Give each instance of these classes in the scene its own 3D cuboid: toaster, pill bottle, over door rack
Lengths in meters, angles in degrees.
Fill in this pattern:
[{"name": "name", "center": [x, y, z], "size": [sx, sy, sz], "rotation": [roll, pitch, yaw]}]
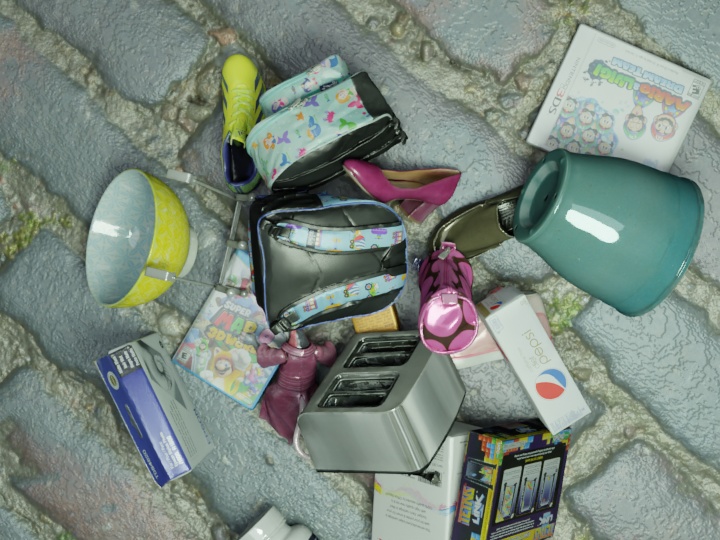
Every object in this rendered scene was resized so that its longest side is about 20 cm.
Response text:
[{"name": "toaster", "center": [0.035, 0.180, 1.496], "size": [0.200, 0.181, 0.119], "rotation": [-5, 123, 32]}, {"name": "pill bottle", "center": [-0.087, 0.439, 1.617], "size": [0.111, 0.111, 0.200], "rotation": [-43, 89, 7]}, {"name": "over door rack", "center": [-0.199, -0.043, 1.535], "size": [0.067, 0.200, 0.148], "rotation": [11, 87, 28]}]

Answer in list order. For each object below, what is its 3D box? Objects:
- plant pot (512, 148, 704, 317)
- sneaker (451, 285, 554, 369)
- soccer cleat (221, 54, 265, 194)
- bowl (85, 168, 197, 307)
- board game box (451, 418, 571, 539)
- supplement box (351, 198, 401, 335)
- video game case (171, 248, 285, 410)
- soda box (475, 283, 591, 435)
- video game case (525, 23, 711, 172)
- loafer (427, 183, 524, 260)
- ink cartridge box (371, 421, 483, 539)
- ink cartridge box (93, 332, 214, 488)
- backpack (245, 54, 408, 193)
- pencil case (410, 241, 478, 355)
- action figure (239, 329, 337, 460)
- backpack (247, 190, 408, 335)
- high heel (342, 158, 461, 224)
[{"name": "plant pot", "center": [0.311, -0.066, 1.472], "size": [0.188, 0.200, 0.200], "rotation": [23, 96, -14]}, {"name": "sneaker", "center": [0.169, 0.077, 1.582], "size": [0.200, 0.075, 0.105], "rotation": [-10, 99, -1]}, {"name": "soccer cleat", "center": [-0.168, -0.209, 1.593], "size": [0.065, 0.084, 0.200], "rotation": [-1, 94, 6]}, {"name": "bowl", "center": [-0.298, -0.036, 1.596], "size": [0.108, 0.200, 0.200], "rotation": [14, 97, -38]}, {"name": "board game box", "center": [0.209, 0.296, 1.535], "size": [0.057, 0.200, 0.165], "rotation": [14, 96, 37]}, {"name": "supplement box", "center": [0.000, 0.000, 1.600], "size": [0.069, 0.067, 0.200], "rotation": [-19, 91, 7]}, {"name": "video game case", "center": [-0.168, 0.085, 1.647], "size": [0.143, 0.018, 0.200], "rotation": [31, 96, 4]}, {"name": "soda box", "center": [0.234, 0.121, 1.525], "size": [0.064, 0.068, 0.200], "rotation": [-31, 105, 0]}, {"name": "video game case", "center": [0.360, -0.222, 1.568], "size": [0.200, 0.024, 0.182], "rotation": [25, 96, 3]}, {"name": "loafer", "center": [0.183, -0.069, 1.574], "size": [0.200, 0.070, 0.075], "rotation": [-31, 90, 7]}, {"name": "ink cartridge box", "center": [0.096, 0.312, 1.570], "size": [0.145, 0.084, 0.200], "rotation": [7, 97, 46]}, {"name": "ink cartridge box", "center": [-0.284, 0.190, 1.576], "size": [0.041, 0.200, 0.200], "rotation": [-26, 92, 7]}, {"name": "backpack", "center": [-0.059, -0.191, 1.536], "size": [0.200, 0.178, 0.151], "rotation": [-35, 81, 4]}, {"name": "pencil case", "center": [0.114, 0.034, 1.488], "size": [0.091, 0.200, 0.094], "rotation": [12, 110, -3]}, {"name": "action figure", "center": [-0.096, 0.153, 1.576], "size": [0.134, 0.149, 0.200], "rotation": [-5, 122, -10]}, {"name": "backpack", "center": [-0.043, -0.023, 1.500], "size": [0.200, 0.135, 0.183], "rotation": [-9, 111, -13]}, {"name": "high heel", "center": [0.057, -0.134, 1.535], "size": [0.096, 0.200, 0.067], "rotation": [-49, 56, 12]}]
